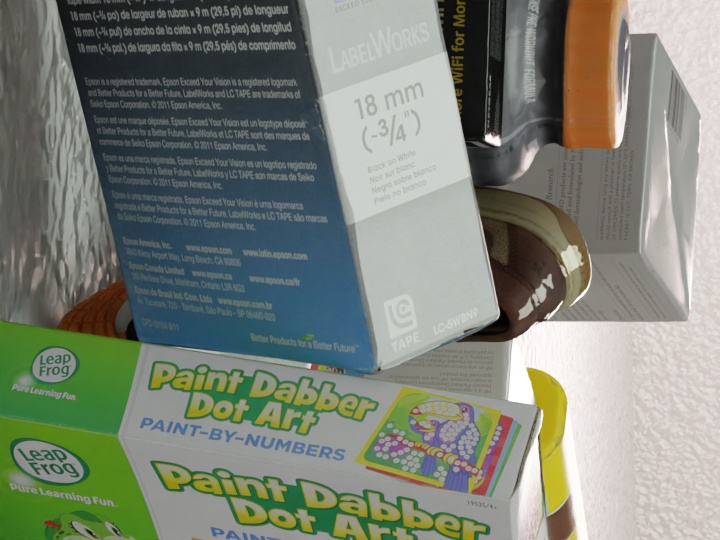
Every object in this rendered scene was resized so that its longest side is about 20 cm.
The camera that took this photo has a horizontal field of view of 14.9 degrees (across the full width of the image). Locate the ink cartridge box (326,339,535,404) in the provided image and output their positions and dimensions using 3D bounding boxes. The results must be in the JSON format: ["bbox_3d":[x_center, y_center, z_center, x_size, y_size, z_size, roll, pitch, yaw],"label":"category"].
[{"bbox_3d":[0.016,0.141,1.432,0.125,0.128,0.201,65,30,-69],"label":"ink cartridge box"}]

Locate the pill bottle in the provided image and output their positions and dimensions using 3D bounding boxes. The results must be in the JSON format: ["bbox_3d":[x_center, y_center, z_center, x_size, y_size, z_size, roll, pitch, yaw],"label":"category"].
[{"bbox_3d":[0.013,-0.089,1.165,0.106,0.199,0.107,2,90,-80],"label":"pill bottle"}]

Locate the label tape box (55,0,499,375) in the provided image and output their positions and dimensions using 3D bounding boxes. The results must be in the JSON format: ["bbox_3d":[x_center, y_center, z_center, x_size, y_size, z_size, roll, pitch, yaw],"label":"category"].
[{"bbox_3d":[-0.037,-0.073,0.935,0.063,0.144,0.201,-22,107,-35],"label":"label tape box"}]

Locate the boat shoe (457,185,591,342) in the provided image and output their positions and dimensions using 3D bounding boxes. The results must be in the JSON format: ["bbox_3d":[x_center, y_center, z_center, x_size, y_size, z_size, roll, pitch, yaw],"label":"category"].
[{"bbox_3d":[0.000,0.000,1.196,0.072,0.199,0.072,-45,133,-41],"label":"boat shoe"}]

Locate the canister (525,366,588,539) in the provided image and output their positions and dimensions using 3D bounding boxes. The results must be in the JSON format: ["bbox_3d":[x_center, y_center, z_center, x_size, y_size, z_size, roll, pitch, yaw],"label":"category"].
[{"bbox_3d":[0.064,0.146,1.653,0.200,0.148,0.087,77,18,-48],"label":"canister"}]

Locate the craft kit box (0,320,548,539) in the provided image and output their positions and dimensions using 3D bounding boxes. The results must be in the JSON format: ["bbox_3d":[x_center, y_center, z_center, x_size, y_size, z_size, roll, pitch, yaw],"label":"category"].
[{"bbox_3d":[-0.030,0.106,0.964,0.198,0.199,0.049,81,23,-46],"label":"craft kit box"}]

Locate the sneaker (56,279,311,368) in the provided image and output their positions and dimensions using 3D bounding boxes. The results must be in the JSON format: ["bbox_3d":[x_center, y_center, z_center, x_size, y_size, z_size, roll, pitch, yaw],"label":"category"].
[{"bbox_3d":[-0.047,0.029,1.101,0.200,0.075,0.092,-37,121,-48],"label":"sneaker"}]

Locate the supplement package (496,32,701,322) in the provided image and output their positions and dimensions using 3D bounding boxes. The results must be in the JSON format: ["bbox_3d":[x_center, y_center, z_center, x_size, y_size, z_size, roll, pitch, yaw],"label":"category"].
[{"bbox_3d":[0.066,-0.046,1.429,0.121,0.199,0.120,45,47,-65],"label":"supplement package"}]

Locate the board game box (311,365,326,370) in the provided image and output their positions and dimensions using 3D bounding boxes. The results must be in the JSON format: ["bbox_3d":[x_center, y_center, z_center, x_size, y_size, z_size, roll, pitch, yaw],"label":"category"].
[{"bbox_3d":[-0.057,0.073,1.234,0.200,0.047,0.102,-7,98,-80],"label":"board game box"}]

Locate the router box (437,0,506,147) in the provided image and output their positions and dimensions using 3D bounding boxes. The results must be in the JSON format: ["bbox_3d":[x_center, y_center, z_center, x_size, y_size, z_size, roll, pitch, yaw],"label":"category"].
[{"bbox_3d":[-0.020,-0.151,1.091,0.052,0.157,0.201,7,85,-79],"label":"router box"}]
